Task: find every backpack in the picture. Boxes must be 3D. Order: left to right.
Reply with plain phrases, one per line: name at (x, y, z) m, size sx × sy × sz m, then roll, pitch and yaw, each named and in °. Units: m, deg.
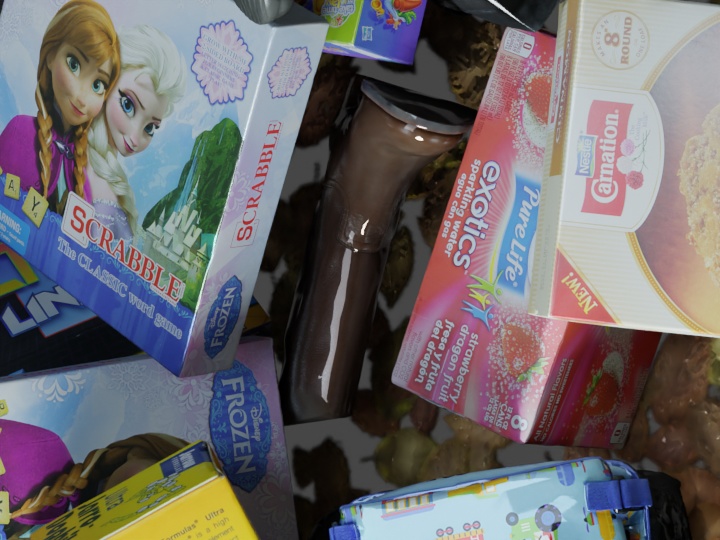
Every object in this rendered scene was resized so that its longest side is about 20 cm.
backpack at (0.081, 0.203, 1.339) m, size 0.181 × 0.134 × 0.202 m, roll -8°, pitch 80°, yaw 16°

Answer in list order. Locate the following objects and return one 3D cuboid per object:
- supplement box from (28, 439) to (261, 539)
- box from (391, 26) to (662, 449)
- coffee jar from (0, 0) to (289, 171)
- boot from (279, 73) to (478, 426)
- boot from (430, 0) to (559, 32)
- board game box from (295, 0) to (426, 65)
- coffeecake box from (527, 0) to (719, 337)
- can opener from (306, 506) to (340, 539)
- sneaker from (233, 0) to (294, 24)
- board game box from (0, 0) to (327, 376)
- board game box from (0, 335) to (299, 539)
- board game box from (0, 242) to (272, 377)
supplement box at (-0.076, 0.205, 1.371) m, size 0.109 × 0.109 × 0.201 m, roll -28°, pitch 98°, yaw -5°
box at (0.106, -0.016, 1.385) m, size 0.095 × 0.099 × 0.201 m, roll 24°, pitch 100°, yaw 35°
coffee jar at (-0.135, -0.108, 1.543) m, size 0.085 × 0.104 × 0.200 m, roll -46°, pitch 66°, yaw 4°
boot at (0.000, 0.000, 1.442) m, size 0.064 × 0.186 × 0.201 m, roll 16°, pitch 94°, yaw -8°
boot at (0.084, -0.205, 1.359) m, size 0.065 × 0.200 × 0.166 m, roll 15°, pitch 94°, yaw -6°
board game box at (-0.038, -0.188, 1.429) m, size 0.199 × 0.045 × 0.135 m, roll 13°, pitch 89°, yaw 48°
coffeecake box at (0.188, -0.043, 1.275) m, size 0.198 × 0.073 × 0.155 m, roll 6°, pitch 90°, yaw -4°
can opener at (0.038, 0.204, 1.452) m, size 0.063 × 0.079 × 0.200 m, roll -40°, pitch 61°, yaw -16°
sneaker at (-0.044, -0.206, 1.339) m, size 0.088 × 0.074 × 0.201 m, roll -12°, pitch 50°, yaw -6°
board game box at (-0.121, -0.079, 1.421) m, size 0.200 × 0.041 × 0.201 m, roll 33°, pitch 118°, yaw 35°
board game box at (-0.131, 0.148, 1.441) m, size 0.041 × 0.198 × 0.202 m, roll -178°, pitch 79°, yaw -71°
board game box at (-0.176, 0.021, 1.534) m, size 0.166 × 0.199 × 0.057 m, roll 52°, pitch 150°, yaw 26°
